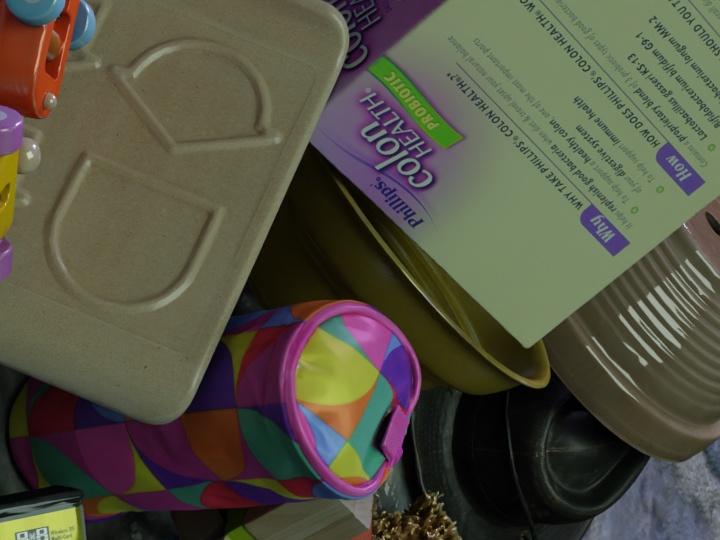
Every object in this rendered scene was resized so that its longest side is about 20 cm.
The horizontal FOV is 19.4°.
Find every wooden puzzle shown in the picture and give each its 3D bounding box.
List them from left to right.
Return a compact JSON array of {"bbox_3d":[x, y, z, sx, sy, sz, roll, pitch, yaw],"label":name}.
[{"bbox_3d":[-0.122,-0.052,0.890,0.046,0.184,0.201,106,6,-67],"label":"wooden puzzle"}]

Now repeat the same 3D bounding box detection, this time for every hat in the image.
[{"bbox_3d":[0.116,0.093,1.206,0.200,0.081,0.202,5,84,-50],"label":"hat"}]

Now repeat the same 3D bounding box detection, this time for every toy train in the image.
[{"bbox_3d":[-0.154,-0.073,0.785,0.200,0.055,0.151,5,97,-84],"label":"toy train"}]

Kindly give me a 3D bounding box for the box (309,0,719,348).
[{"bbox_3d":[0.089,-0.097,0.976,0.176,0.200,0.097,42,15,-32],"label":"box"}]

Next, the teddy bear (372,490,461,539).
[{"bbox_3d":[-0.016,0.168,1.066,0.200,0.066,0.146,-26,126,-48],"label":"teddy bear"}]

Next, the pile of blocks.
[{"bbox_3d":[-0.065,0.149,0.951,0.200,0.082,0.062,-42,114,4],"label":"pile of blocks"}]

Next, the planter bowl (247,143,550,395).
[{"bbox_3d":[0.000,0.000,1.039,0.201,0.083,0.201,48,14,-16],"label":"planter bowl"}]

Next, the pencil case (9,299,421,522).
[{"bbox_3d":[-0.065,0.063,0.908,0.088,0.199,0.089,9,76,-42],"label":"pencil case"}]

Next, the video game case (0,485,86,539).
[{"bbox_3d":[-0.193,0.193,0.841,0.199,0.025,0.182,-8,95,-35],"label":"video game case"}]

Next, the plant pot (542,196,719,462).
[{"bbox_3d":[0.164,-0.001,1.189,0.201,0.093,0.202,38,30,-27],"label":"plant pot"}]
